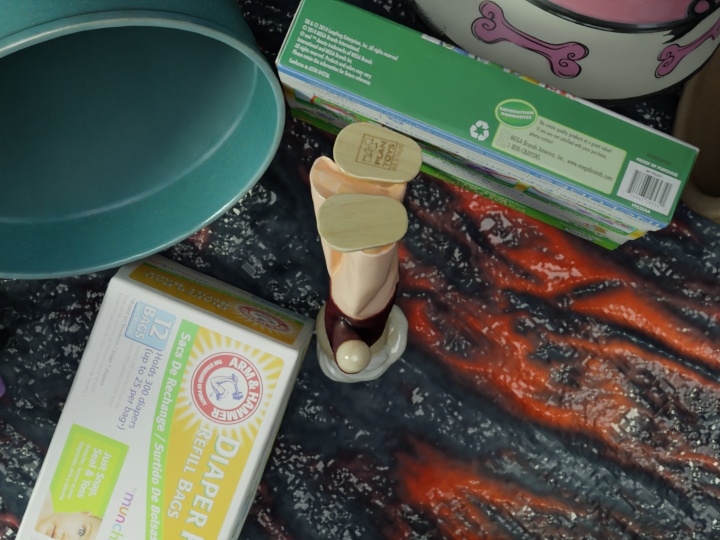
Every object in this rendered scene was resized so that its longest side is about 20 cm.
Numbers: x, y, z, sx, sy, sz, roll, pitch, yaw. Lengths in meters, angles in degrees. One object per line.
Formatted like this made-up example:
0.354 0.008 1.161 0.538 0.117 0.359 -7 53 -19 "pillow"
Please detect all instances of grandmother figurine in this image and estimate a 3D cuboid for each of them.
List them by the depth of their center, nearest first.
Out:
0.000 0.000 1.031 0.060 0.200 0.122 19 62 7 "grandmother figurine"

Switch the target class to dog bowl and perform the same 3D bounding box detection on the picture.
0.110 -0.185 0.987 0.199 0.074 0.202 9 59 -16 "dog bowl"

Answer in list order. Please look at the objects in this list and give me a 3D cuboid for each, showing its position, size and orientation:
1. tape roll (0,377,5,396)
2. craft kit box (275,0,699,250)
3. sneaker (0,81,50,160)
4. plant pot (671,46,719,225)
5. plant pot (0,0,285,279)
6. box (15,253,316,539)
-0.286 0.069 1.008 0.199 0.200 0.066 -20 97 7 "tape roll"
0.058 -0.070 1.001 0.199 0.198 0.049 23 85 0 "craft kit box"
-0.266 -0.055 1.078 0.198 0.073 0.113 -8 82 -17 "sneaker"
0.283 -0.078 1.003 0.174 0.200 0.201 29 99 -17 "plant pot"
-0.158 -0.130 0.999 0.199 0.200 0.189 -24 61 7 "plant pot"
-0.111 0.105 1.086 0.112 0.101 0.201 21 99 1 "box"
